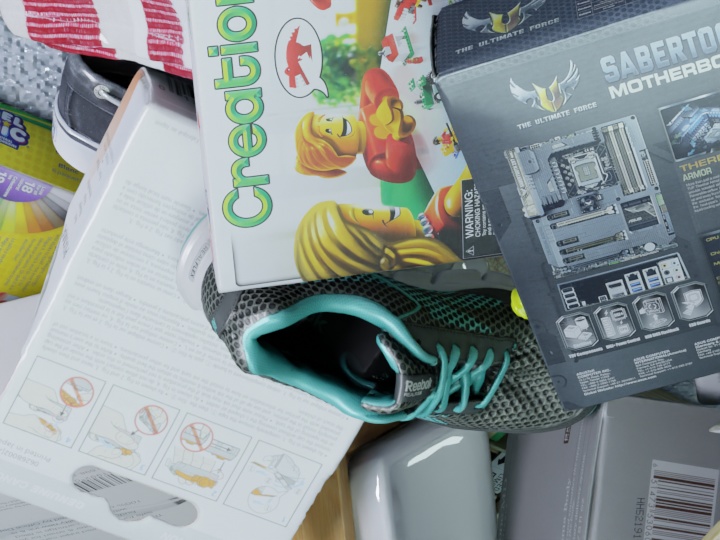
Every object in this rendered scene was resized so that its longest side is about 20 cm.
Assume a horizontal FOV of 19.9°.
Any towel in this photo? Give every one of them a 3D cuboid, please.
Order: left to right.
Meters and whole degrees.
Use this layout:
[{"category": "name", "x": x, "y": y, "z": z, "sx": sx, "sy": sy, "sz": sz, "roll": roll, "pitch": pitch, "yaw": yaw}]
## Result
[{"category": "towel", "x": -0.104, "y": -0.135, "z": 0.817, "sx": 0.199, "sy": 0.023, "sz": 0.145, "roll": 17, "pitch": 147, "yaw": 38}]

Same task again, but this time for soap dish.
[{"category": "soap dish", "x": 0.013, "y": 0.168, "z": 1.066, "sx": 0.081, "sy": 0.157, "sz": 0.202, "roll": -3, "pitch": 98, "yaw": 25}]

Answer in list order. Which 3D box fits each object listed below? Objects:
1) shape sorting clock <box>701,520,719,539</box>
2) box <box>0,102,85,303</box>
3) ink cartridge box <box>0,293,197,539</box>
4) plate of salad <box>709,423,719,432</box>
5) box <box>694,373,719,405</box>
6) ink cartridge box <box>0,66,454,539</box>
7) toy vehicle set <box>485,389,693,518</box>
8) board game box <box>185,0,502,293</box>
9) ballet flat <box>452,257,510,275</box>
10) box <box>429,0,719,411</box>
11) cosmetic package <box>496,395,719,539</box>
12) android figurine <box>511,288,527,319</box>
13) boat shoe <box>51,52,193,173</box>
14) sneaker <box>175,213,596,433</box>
[{"category": "shape sorting clock", "x": 0.215, "y": 0.165, "z": 0.900, "sx": 0.198, "sy": 0.039, "sz": 0.202, "roll": -10, "pitch": 121, "yaw": -17}, {"category": "box", "x": -0.206, "y": -0.035, "z": 0.989, "sx": 0.199, "sy": 0.049, "sz": 0.117, "roll": 23, "pitch": 133, "yaw": -20}, {"category": "ink cartridge box", "x": -0.154, "y": 0.088, "z": 1.048, "sx": 0.144, "sy": 0.086, "sz": 0.200, "roll": -13, "pitch": 155, "yaw": 15}, {"category": "plate of salad", "x": 0.237, "y": 0.040, "z": 0.820, "sx": 0.198, "sy": 0.049, "sz": 0.200, "roll": -7, "pitch": 176, "yaw": -1}, {"category": "box", "x": 0.234, "y": -0.059, "z": 0.893, "sx": 0.198, "sy": 0.131, "sz": 0.200, "roll": -6, "pitch": 136, "yaw": 7}, {"category": "ink cartridge box", "x": -0.068, "y": 0.030, "z": 0.922, "sx": 0.161, "sy": 0.050, "sz": 0.201, "roll": 23, "pitch": 112, "yaw": -20}, {"category": "toy vehicle set", "x": 0.098, "y": 0.124, "z": 1.169, "sx": 0.123, "sy": 0.027, "sz": 0.200, "roll": 23, "pitch": 133, "yaw": -22}, {"category": "board game box", "x": 0.000, "y": -0.091, "z": 0.739, "sx": 0.125, "sy": 0.035, "sz": 0.202, "roll": -8, "pitch": 122, "yaw": -6}, {"category": "ballet flat", "x": 0.000, "y": 0.000, "z": 0.998, "sx": 0.198, "sy": 0.063, "sz": 0.068, "roll": 1, "pitch": 142, "yaw": -9}, {"category": "box", "x": 0.141, "y": -0.045, "z": 0.724, "sx": 0.198, "sy": 0.051, "sz": 0.158, "roll": -17, "pitch": 124, "yaw": 13}, {"category": "cosmetic package", "x": 0.126, "y": 0.119, "z": 1.001, "sx": 0.089, "sy": 0.108, "sz": 0.200, "roll": 9, "pitch": 171, "yaw": -10}, {"category": "android figurine", "x": 0.147, "y": -0.025, "z": 0.809, "sx": 0.182, "sy": 0.041, "sz": 0.199, "roll": 35, "pitch": 126, "yaw": -29}, {"category": "boat shoe", "x": -0.041, "y": -0.066, "z": 0.941, "sx": 0.198, "sy": 0.072, "sz": 0.068, "roll": 15, "pitch": 138, "yaw": -5}, {"category": "sneaker", "x": 0.018, "y": 0.039, "z": 0.864, "sx": 0.198, "sy": 0.091, "sz": 0.078, "roll": 16, "pitch": 112, "yaw": -20}]
